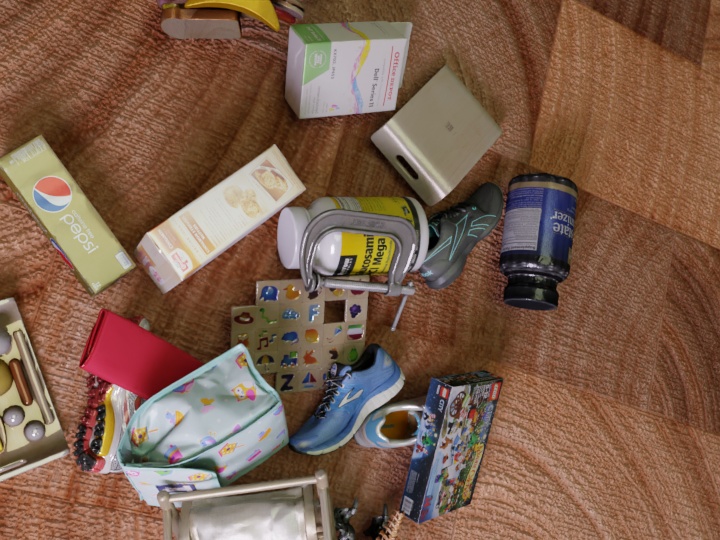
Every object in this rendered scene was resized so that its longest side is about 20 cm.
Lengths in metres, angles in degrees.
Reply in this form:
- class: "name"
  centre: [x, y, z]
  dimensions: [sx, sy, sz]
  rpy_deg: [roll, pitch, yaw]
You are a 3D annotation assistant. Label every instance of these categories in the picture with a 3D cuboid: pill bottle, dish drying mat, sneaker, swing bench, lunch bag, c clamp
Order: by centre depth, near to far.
- class: "swing bench"
  centre: [-0.128, 0.336, 0.955]
  dimensions: [0.197, 0.200, 0.131]
  rpy_deg: [-6, 65, -4]
- class: "lunch bag"
  centre: [-0.195, 0.209, 0.969]
  dimensions: [0.199, 0.171, 0.122]
  rpy_deg: [-34, 67, -20]
- class: "dish drying mat"
  centre: [-0.264, 0.120, 0.979]
  dimensions: [0.200, 0.018, 0.077]
  rpy_deg: [45, 51, -52]
- class: "sneaker"
  centre: [-0.302, 0.157, 1.000]
  dimensions: [0.082, 0.077, 0.202]
  rpy_deg: [25, 68, -46]
- class: "c clamp"
  centre: [0.000, 0.000, 1.065]
  dimensions: [0.199, 0.027, 0.172]
  rpy_deg: [11, 113, -30]
- class: "sneaker"
  centre: [-0.030, 0.176, 1.095]
  dimensions: [0.200, 0.078, 0.090]
  rpy_deg: [-41, 112, -28]
- class: "pill bottle"
  centre: [-0.012, -0.048, 1.119]
  dimensions: [0.198, 0.112, 0.114]
  rpy_deg: [-3, 84, -23]
- class: "sneaker"
  centre: [0.093, 0.220, 1.146]
  dimensions: [0.199, 0.081, 0.077]
  rpy_deg: [-10, 86, -25]
- class: "sneaker"
  centre: [0.151, -0.068, 1.206]
  dimensions: [0.079, 0.075, 0.201]
  rpy_deg: [45, 68, -24]
- class: "pill bottle"
  centre: [0.279, -0.043, 1.244]
  dimensions: [0.111, 0.112, 0.202]
  rpy_deg: [13, 78, -21]

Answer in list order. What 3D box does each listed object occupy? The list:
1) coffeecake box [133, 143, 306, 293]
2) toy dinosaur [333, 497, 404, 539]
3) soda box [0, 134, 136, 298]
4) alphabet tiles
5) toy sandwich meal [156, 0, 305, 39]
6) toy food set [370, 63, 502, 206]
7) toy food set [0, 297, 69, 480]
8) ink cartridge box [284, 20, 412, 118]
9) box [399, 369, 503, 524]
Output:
- class: "coffeecake box"
  centre: [-0.187, -0.063, 1.024]
  dimensions: [0.200, 0.153, 0.073]
  rpy_deg: [-39, 98, -23]
- class: "toy dinosaur"
  centre: [0.010, 0.389, 1.054]
  dimensions: [0.200, 0.136, 0.102]
  rpy_deg: [-39, 121, 19]
- class: "soda box"
  centre: [-0.371, -0.066, 0.992]
  dimensions: [0.064, 0.068, 0.201]
  rpy_deg: [-37, 98, -22]
- class: "alphabet tiles"
  centre: [-0.084, 0.092, 1.093]
  dimensions: [0.198, 0.008, 0.169]
  rpy_deg: [-3, 108, -23]
- class: "toy sandwich meal"
  centre: [-0.175, -0.347, 1.057]
  dimensions: [0.203, 0.205, 0.071]
  rpy_deg: [7, 94, -22]
- class: "toy food set"
  centre: [0.123, -0.216, 1.236]
  dimensions: [0.144, 0.060, 0.200]
  rpy_deg: [47, 60, -10]
- class: "toy food set"
  centre: [-0.448, 0.149, 0.927]
  dimensions: [0.143, 0.060, 0.202]
  rpy_deg: [-20, 91, -24]
- class: "ink cartridge box"
  centre: [-0.005, -0.296, 1.149]
  dimensions: [0.198, 0.067, 0.118]
  rpy_deg: [-11, 132, -24]
- class: "box"
  centre: [0.131, 0.246, 1.116]
  dimensions: [0.136, 0.038, 0.202]
  rpy_deg: [1, 105, -49]
